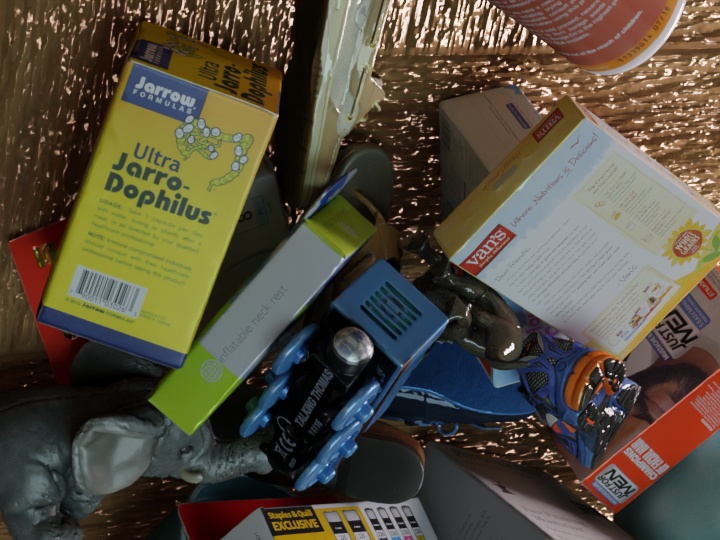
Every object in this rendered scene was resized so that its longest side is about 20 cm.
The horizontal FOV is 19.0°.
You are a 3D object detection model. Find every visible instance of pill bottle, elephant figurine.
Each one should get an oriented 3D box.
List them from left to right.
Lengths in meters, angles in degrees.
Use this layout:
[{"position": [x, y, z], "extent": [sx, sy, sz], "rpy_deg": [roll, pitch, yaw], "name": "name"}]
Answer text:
[{"position": [-0.181, 0.118, 1.609], "extent": [0.200, 0.142, 0.155], "rpy_deg": [-29, 164, 9], "name": "elephant figurine"}, {"position": [0.131, -0.228, 1.516], "extent": [0.200, 0.112, 0.112], "rpy_deg": [30, 108, -38], "name": "pill bottle"}]

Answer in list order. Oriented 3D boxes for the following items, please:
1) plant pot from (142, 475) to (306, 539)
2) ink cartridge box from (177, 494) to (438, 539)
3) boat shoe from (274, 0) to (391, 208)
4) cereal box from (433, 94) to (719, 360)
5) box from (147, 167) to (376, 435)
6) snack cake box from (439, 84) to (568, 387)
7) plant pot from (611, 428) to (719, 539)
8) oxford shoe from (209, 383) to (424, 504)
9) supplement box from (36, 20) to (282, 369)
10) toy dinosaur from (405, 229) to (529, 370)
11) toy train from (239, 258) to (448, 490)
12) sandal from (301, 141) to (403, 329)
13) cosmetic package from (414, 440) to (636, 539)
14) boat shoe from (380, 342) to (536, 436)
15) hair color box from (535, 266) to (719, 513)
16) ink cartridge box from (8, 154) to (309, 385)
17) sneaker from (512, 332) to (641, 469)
[{"position": [-0.127, 0.293, 1.741], "extent": [0.200, 0.200, 0.188], "rpy_deg": [27, 129, -37], "name": "plant pot"}, {"position": [-0.024, 0.236, 1.673], "extent": [0.084, 0.176, 0.200], "rpy_deg": [-39, 156, 30], "name": "ink cartridge box"}, {"position": [-0.015, -0.136, 1.540], "extent": [0.066, 0.074, 0.200], "rpy_deg": [-1, 120, -24], "name": "boat shoe"}, {"position": [0.169, -0.026, 1.579], "extent": [0.144, 0.040, 0.200], "rpy_deg": [-46, 129, 14], "name": "cereal box"}, {"position": [-0.063, 0.020, 1.549], "extent": [0.048, 0.122, 0.200], "rpy_deg": [42, 106, 0], "name": "box"}, {"position": [0.111, -0.026, 1.656], "extent": [0.067, 0.115, 0.200], "rpy_deg": [-14, 129, -15], "name": "snack cake box"}, {"position": [0.319, 0.178, 1.872], "extent": [0.200, 0.200, 0.135], "rpy_deg": [0, 97, -24], "name": "plant pot"}, {"position": [-0.045, 0.132, 1.711], "extent": [0.200, 0.071, 0.071], "rpy_deg": [19, 107, 1], "name": "oxford shoe"}, {"position": [-0.138, -0.053, 1.490], "extent": [0.109, 0.109, 0.200], "rpy_deg": [19, 110, -8], "name": "supplement box"}, {"position": [0.077, 0.030, 1.580], "extent": [0.102, 0.200, 0.077], "rpy_deg": [33, 78, -39], "name": "toy dinosaur"}, {"position": [-0.014, 0.081, 1.550], "extent": [0.114, 0.087, 0.200], "rpy_deg": [-40, 169, -31], "name": "toy train"}, {"position": [0.000, 0.000, 1.636], "extent": [0.080, 0.054, 0.200], "rpy_deg": [-10, 114, -50], "name": "sandal"}, {"position": [0.129, 0.270, 1.798], "extent": [0.165, 0.200, 0.165], "rpy_deg": [19, 102, -43], "name": "cosmetic package"}, {"position": [0.048, 0.087, 1.746], "extent": [0.200, 0.084, 0.069], "rpy_deg": [13, 147, -10], "name": "boat shoe"}, {"position": [0.254, 0.096, 1.815], "extent": [0.200, 0.111, 0.064], "rpy_deg": [-42, 129, 8], "name": "hair color box"}, {"position": [-0.145, 0.012, 1.611], "extent": [0.200, 0.047, 0.160], "rpy_deg": [-21, 130, -11], "name": "ink cartridge box"}, {"position": [0.163, 0.091, 1.648], "extent": [0.075, 0.078, 0.200], "rpy_deg": [-53, 159, -12], "name": "sneaker"}]
